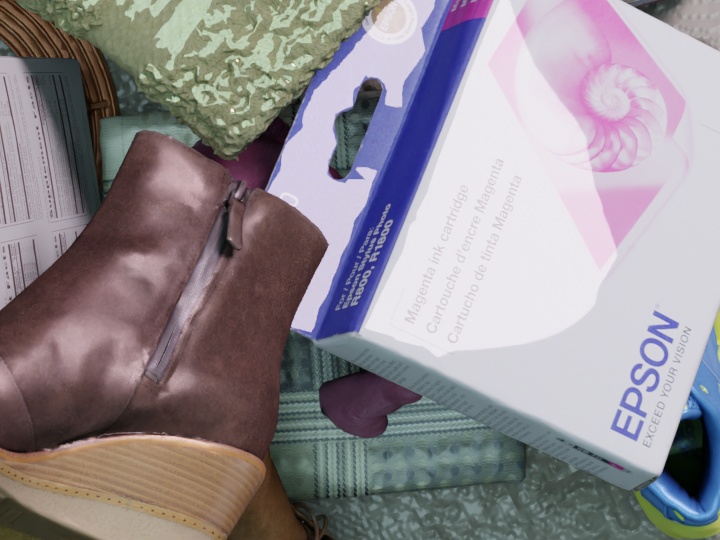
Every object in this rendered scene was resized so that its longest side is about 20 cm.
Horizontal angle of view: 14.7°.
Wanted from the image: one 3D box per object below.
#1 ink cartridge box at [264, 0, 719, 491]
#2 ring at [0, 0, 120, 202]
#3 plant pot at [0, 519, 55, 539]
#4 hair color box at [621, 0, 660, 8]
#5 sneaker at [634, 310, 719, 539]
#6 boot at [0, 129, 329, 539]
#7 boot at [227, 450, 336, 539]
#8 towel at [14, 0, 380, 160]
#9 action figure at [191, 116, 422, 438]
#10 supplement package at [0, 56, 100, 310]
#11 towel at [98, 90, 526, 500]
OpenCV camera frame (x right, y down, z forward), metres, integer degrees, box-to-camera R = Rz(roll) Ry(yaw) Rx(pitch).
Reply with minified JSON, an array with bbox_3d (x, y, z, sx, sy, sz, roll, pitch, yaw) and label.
[{"bbox_3d":[0.068,-0.034,1.201,0.199,0.043,0.197,25,69,-9],"label":"ink cartridge box"},{"bbox_3d":[-0.213,-0.060,1.328,0.199,0.019,0.201,0,93,5],"label":"ring"},{"bbox_3d":[-0.175,0.148,1.144,0.199,0.186,0.187,-16,91,-13],"label":"plant pot"},{"bbox_3d":[0.082,-0.212,1.279,0.099,0.061,0.201,-15,92,5],"label":"hair color box"},{"bbox_3d":[0.133,0.027,1.262,0.075,0.105,0.201,-21,91,4],"label":"sneaker"},{"bbox_3d":[-0.117,0.018,1.097,0.199,0.072,0.167,28,65,-22],"label":"boot"},{"bbox_3d":[-0.042,0.113,1.256,0.075,0.200,0.074,3,50,-1],"label":"boot"},{"bbox_3d":[-0.044,-0.161,1.183,0.148,0.036,0.200,37,95,-8],"label":"towel"},{"bbox_3d":[0.000,0.000,1.229,0.199,0.149,0.134,26,90,14],"label":"action figure"},{"bbox_3d":[-0.208,-0.009,1.214,0.151,0.200,0.151,-8,93,9],"label":"supplement package"},{"bbox_3d":[-0.023,0.012,1.315,0.199,0.035,0.194,-3,95,2],"label":"towel"}]
